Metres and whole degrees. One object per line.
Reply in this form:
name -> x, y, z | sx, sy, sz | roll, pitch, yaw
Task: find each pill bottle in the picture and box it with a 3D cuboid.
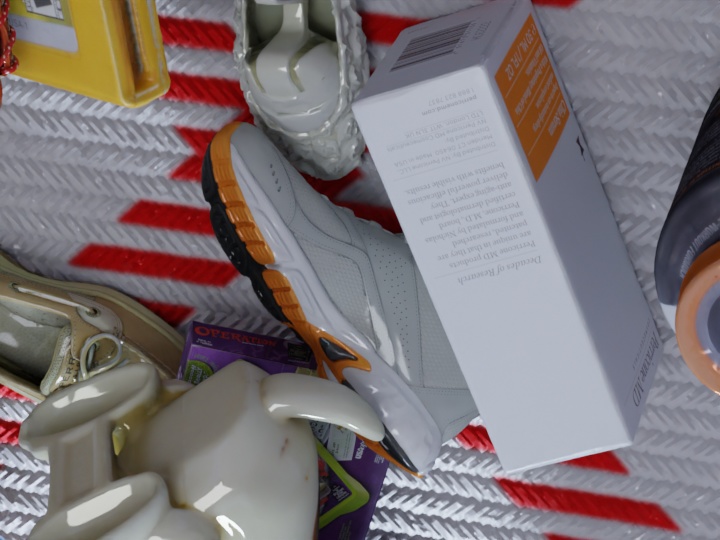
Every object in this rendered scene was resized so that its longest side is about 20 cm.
pill bottle -> 0.187, -0.018, 1.073 | 0.105, 0.200, 0.107 | 7, 118, 14

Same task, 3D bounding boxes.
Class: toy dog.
toy dog -> -0.059, 0.144, 1.233 | 0.193, 0.140, 0.201 | -30, 123, 1

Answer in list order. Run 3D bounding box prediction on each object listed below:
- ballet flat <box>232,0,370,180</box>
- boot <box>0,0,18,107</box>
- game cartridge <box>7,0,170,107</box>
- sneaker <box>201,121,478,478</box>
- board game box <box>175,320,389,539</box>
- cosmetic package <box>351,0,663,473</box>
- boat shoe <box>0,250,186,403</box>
ballet flat -> -0.037, -0.128, 1.169 | 0.071, 0.072, 0.201 | 3, 117, 16
boot -> -0.172, -0.120, 1.033 | 0.108, 0.075, 0.200 | 58, 151, -4
game cartridge -> -0.170, -0.170, 1.073 | 0.199, 0.032, 0.178 | 15, 124, 43
sneaker -> 0.000, 0.000, 1.217 | 0.092, 0.076, 0.201 | -38, 107, -15
board game box -> -0.055, 0.126, 1.303 | 0.119, 0.032, 0.201 | 10, 120, -13
cosmetic package -> 0.074, -0.018, 1.167 | 0.071, 0.102, 0.201 | -15, 111, 23
boat shoe -> -0.177, 0.036, 1.295 | 0.200, 0.063, 0.073 | 30, 121, 1
